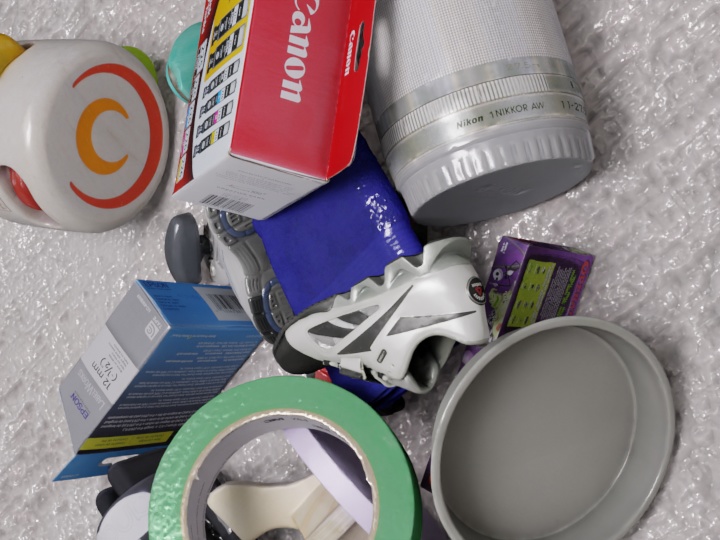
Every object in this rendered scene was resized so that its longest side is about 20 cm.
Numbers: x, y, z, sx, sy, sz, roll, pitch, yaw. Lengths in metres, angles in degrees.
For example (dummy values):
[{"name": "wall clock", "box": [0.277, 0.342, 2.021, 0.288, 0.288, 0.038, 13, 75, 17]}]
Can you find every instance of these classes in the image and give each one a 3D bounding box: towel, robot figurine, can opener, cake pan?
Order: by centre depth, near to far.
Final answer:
[{"name": "cake pan", "box": [0.137, 0.125, 0.885, 0.037, 0.200, 0.200, 33, 108, 64]}, {"name": "towel", "box": [0.000, 0.000, 0.957, 0.148, 0.050, 0.200, -44, 66, 39]}, {"name": "robot figurine", "box": [-0.158, 0.257, 1.099, 0.125, 0.150, 0.200, -36, 63, -10]}, {"name": "can opener", "box": [-0.143, -0.068, 1.103, 0.053, 0.067, 0.200, 44, 141, 42]}]

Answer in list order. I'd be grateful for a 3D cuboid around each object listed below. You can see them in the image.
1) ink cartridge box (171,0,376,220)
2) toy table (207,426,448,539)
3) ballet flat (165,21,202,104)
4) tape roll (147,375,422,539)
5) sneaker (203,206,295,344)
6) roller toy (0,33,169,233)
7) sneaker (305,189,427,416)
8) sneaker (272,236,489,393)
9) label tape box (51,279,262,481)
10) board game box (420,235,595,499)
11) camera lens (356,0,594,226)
[{"name": "ink cartridge box", "box": [-0.064, -0.159, 0.914, 0.176, 0.084, 0.200, -22, 58, 61]}, {"name": "toy table", "box": [-0.025, 0.211, 0.993, 0.117, 0.184, 0.200, -46, 71, 7]}, {"name": "ballet flat", "box": [-0.104, -0.197, 1.052, 0.070, 0.200, 0.067, -24, 102, 23]}, {"name": "tape roll", "box": [-0.055, 0.180, 0.899, 0.200, 0.048, 0.201, -4, 70, 10]}, {"name": "sneaker", "box": [-0.105, -0.030, 1.068, 0.087, 0.074, 0.200, 22, 129, 60]}, {"name": "roller toy", "box": [-0.293, -0.131, 1.167, 0.140, 0.200, 0.183, 8, 97, 34]}, {"name": "sneaker", "box": [0.028, 0.034, 1.019, 0.098, 0.071, 0.200, 26, 103, 32]}, {"name": "sneaker", "box": [0.011, 0.054, 0.867, 0.200, 0.074, 0.089, -31, 73, 44]}, {"name": "label tape box", "box": [-0.196, 0.102, 1.117, 0.200, 0.143, 0.066, -49, 64, 21]}, {"name": "board game box", "box": [0.115, 0.075, 0.930, 0.032, 0.120, 0.200, 23, 99, 37]}, {"name": "camera lens", "box": [0.083, -0.152, 0.940, 0.160, 0.160, 0.200, -22, 76, 30]}]
